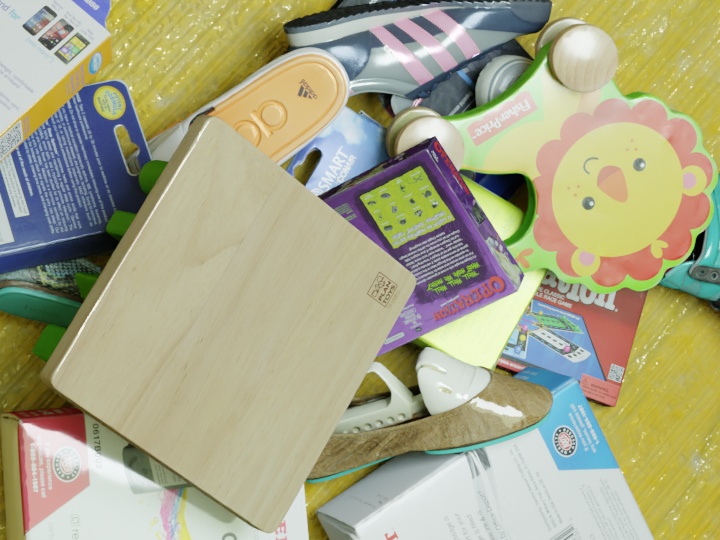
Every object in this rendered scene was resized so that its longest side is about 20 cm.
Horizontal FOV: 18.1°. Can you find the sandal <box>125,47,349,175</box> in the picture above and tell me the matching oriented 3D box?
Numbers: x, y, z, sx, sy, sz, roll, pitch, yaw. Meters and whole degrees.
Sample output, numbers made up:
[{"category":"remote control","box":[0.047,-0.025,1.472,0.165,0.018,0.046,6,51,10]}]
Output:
[{"category":"sandal","box":[-0.098,-0.079,1.552,0.206,0.059,0.079,-39,98,15]}]

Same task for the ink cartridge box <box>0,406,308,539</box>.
[{"category":"ink cartridge box","box":[-0.141,0.163,1.555,0.198,0.086,0.149,-5,89,-18]}]

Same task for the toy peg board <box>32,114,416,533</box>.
[{"category":"toy peg board","box":[-0.100,0.032,1.494,0.199,0.098,0.201,38,77,-31]}]

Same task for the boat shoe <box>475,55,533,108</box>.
[{"category":"boat shoe","box":[0.163,-0.081,1.650,0.070,0.071,0.201,-51,120,-13]}]

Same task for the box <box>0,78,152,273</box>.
[{"category":"box","box":[-0.239,-0.058,1.529,0.198,0.032,0.122,-13,63,-17]}]

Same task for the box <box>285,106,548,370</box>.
[{"category":"box","box":[0.032,-0.022,1.621,0.199,0.048,0.123,31,80,-1]}]

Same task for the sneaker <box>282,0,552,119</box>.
[{"category":"sneaker","box":[0.043,-0.151,1.607,0.198,0.070,0.083,-10,103,-13]}]

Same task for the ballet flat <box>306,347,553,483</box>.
[{"category":"ballet flat","box":[0.032,0.094,1.581,0.198,0.068,0.073,-13,115,21]}]

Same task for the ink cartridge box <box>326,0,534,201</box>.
[{"category":"ink cartridge box","box":[0.069,-0.145,1.663,0.200,0.039,0.100,45,75,-13]}]

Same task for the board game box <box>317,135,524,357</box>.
[{"category":"board game box","box":[0.000,0.000,1.563,0.121,0.199,0.032,58,28,-12]}]

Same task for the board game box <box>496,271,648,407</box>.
[{"category":"board game box","box":[0.114,0.022,1.682,0.199,0.019,0.104,20,81,-17]}]

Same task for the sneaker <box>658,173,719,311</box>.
[{"category":"sneaker","box":[0.276,0.019,1.703,0.120,0.084,0.202,-2,89,-18]}]

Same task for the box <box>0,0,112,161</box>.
[{"category":"box","box":[-0.260,-0.137,1.518,0.119,0.042,0.200,40,66,13]}]

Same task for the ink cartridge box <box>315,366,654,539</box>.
[{"category":"ink cartridge box","box":[0.090,0.184,1.625,0.199,0.086,0.147,-32,106,-16]}]

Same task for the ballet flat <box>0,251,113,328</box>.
[{"category":"ballet flat","box":[-0.157,0.021,1.568,0.199,0.074,0.075,23,81,-20]}]

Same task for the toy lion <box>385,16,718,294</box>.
[{"category":"toy lion","box":[0.143,-0.063,1.582,0.199,0.069,0.193,-30,103,-2]}]
